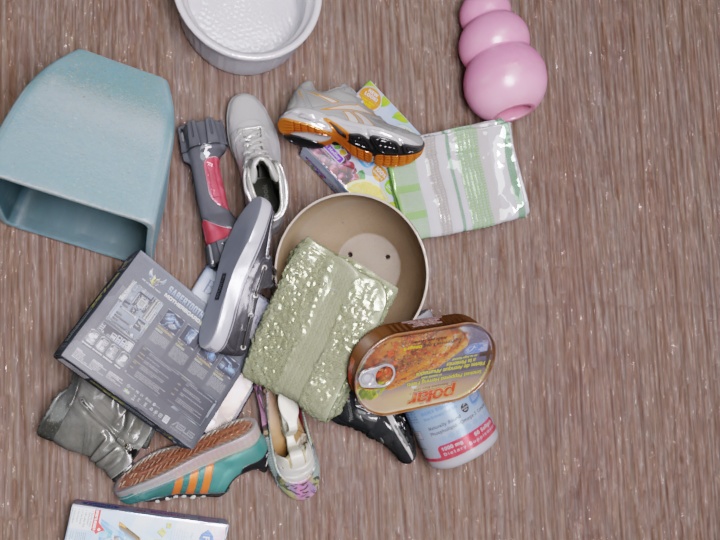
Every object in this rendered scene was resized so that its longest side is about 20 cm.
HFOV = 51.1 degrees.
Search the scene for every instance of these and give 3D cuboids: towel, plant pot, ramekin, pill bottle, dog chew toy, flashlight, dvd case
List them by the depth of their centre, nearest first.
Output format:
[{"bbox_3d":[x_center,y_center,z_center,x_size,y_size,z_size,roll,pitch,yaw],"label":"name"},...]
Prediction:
[{"bbox_3d":[-0.322,-0.147,0.927,0.194,0.196,0.202,17,72,-12],"label":"plant pot"},{"bbox_3d":[-0.055,0.074,0.935,0.147,0.036,0.202,27,99,9],"label":"towel"},{"bbox_3d":[0.000,0.000,1.005,0.198,0.134,0.203,1,94,12],"label":"plant pot"},{"bbox_3d":[-0.189,-0.104,1.011,0.067,0.068,0.202,1,75,-52],"label":"flashlight"},{"bbox_3d":[-0.196,0.110,1.016,0.142,0.018,0.201,31,77,-9],"label":"dvd case"},{"bbox_3d":[-0.158,-0.370,1.035,0.198,0.098,0.203,2,83,-14],"label":"ramekin"},{"bbox_3d":[0.102,0.161,1.041,0.108,0.109,0.202,-27,91,-15],"label":"pill bottle"},{"bbox_3d":[0.139,-0.130,1.069,0.198,0.031,0.151,-13,87,-17],"label":"towel"},{"bbox_3d":[0.200,-0.325,1.117,0.123,0.125,0.202,-11,79,-15],"label":"dog chew toy"}]

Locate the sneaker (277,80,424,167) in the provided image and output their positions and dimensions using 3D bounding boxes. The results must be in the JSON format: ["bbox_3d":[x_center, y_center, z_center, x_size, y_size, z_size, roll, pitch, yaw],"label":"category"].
[{"bbox_3d":[-0.006,-0.206,1.013,0.198,0.076,0.093,15,69,0],"label":"sneaker"}]

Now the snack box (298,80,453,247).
[{"bbox_3d":[0.031,-0.148,1.084,0.200,0.053,0.142,45,74,-6],"label":"snack box"}]

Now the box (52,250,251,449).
[{"bbox_3d":[-0.246,0.099,0.930,0.200,0.051,0.159,42,62,-22],"label":"box"}]

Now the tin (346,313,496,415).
[{"bbox_3d":[0.076,0.115,0.934,0.198,0.042,0.113,-6,110,-25],"label":"tin"}]

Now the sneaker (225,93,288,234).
[{"bbox_3d":[-0.134,-0.155,1.011,0.073,0.116,0.202,-13,86,-13],"label":"sneaker"}]

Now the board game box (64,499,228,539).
[{"bbox_3d":[-0.283,0.407,0.950,0.197,0.041,0.202,13,81,-13],"label":"board game box"}]

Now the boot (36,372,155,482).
[{"bbox_3d":[-0.304,0.154,0.957,0.130,0.068,0.201,28,86,-5],"label":"boot"}]

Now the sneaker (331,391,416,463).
[{"bbox_3d":[0.000,0.191,1.043,0.087,0.076,0.201,-32,97,9],"label":"sneaker"}]

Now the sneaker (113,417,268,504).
[{"bbox_3d":[-0.212,0.265,0.968,0.198,0.071,0.081,-21,110,-4],"label":"sneaker"}]

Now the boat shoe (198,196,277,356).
[{"bbox_3d":[-0.138,0.011,0.940,0.066,0.070,0.202,23,77,-33],"label":"boat shoe"}]

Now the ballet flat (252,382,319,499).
[{"bbox_3d":[-0.095,0.214,0.995,0.068,0.071,0.202,-14,94,-20],"label":"ballet flat"}]
